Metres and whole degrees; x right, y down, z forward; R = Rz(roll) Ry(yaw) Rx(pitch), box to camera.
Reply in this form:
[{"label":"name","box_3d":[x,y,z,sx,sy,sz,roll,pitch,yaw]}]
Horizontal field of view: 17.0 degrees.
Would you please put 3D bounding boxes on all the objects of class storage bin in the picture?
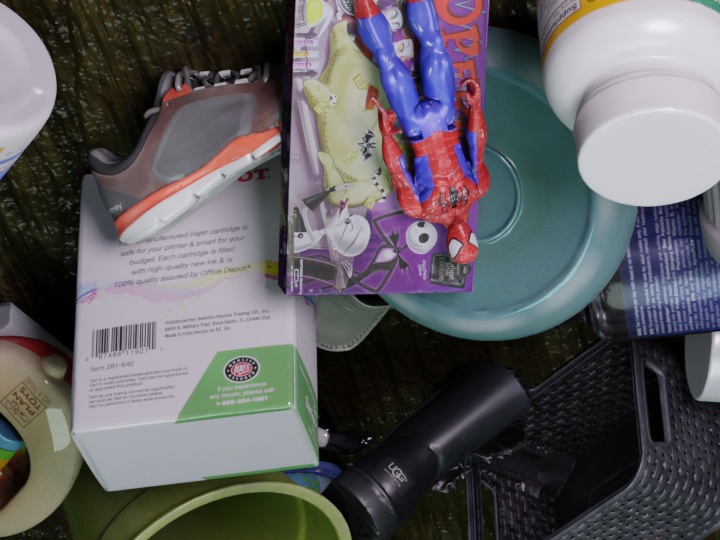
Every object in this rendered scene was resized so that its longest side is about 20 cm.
[{"label":"storage bin","box_3d":[0.175,0.152,1.773,0.094,0.135,0.200,23,137,-28]}]

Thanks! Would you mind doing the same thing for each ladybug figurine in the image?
[{"label":"ladybug figurine","box_3d":[-0.252,0.110,1.696,0.136,0.072,0.200,48,132,-2]}]

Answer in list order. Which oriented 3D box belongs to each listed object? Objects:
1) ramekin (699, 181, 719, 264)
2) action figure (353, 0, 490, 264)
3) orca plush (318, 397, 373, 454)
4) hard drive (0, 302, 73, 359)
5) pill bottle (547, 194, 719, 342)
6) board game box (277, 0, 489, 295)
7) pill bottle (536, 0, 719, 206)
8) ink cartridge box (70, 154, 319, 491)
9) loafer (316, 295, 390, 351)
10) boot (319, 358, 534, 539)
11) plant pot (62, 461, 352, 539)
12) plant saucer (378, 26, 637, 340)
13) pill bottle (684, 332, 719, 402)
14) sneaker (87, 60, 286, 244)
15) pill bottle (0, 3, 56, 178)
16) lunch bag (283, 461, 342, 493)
[{"label":"ramekin","box_3d":[0.293,-0.079,1.419,0.200,0.200,0.105,-10,112,12]},{"label":"action figure","box_3d":[0.037,-0.096,1.400,0.065,0.052,0.200,-21,111,-12]},{"label":"orca plush","box_3d":[-0.068,0.062,1.702,0.200,0.105,0.071,35,95,-15]},{"label":"hard drive","box_3d":[-0.251,0.101,1.788,0.132,0.027,0.200,-20,140,24]},{"label":"pill bottle","box_3d":[0.203,-0.012,1.574,0.200,0.112,0.112,-7,143,7]},{"label":"board game box","box_3d":[0.013,-0.084,1.436,0.120,0.032,0.200,-3,106,-16]},{"label":"pill bottle","box_3d":[0.154,-0.139,1.327,0.113,0.200,0.113,0,144,0]},{"label":"ink cartridge box","box_3d":[-0.104,0.029,1.551,0.145,0.200,0.084,-7,146,9]},{"label":"loafer","box_3d":[0.000,0.000,1.616,0.070,0.070,0.200,-2,145,-13]},{"label":"boot","box_3d":[0.039,0.152,1.766,0.168,0.076,0.200,-35,170,-26]},{"label":"plant pot","box_3d":[-0.133,0.174,1.726,0.200,0.190,0.200,-16,130,-19]},{"label":"plant saucer","box_3d":[0.071,-0.050,1.483,0.200,0.027,0.200,5,106,17]},{"label":"pill bottle","box_3d":[0.331,0.052,1.663,0.200,0.113,0.113,3,143,-4]},{"label":"sneaker","box_3d":[-0.087,-0.098,1.482,0.200,0.082,0.077,-35,179,9]},{"label":"pill bottle","box_3d":[-0.278,-0.075,1.478,0.112,0.112,0.200,20,138,-26]},{"label":"lunch bag","box_3d":[-0.059,0.234,1.925,0.161,0.083,0.200,-12,141,15]}]
